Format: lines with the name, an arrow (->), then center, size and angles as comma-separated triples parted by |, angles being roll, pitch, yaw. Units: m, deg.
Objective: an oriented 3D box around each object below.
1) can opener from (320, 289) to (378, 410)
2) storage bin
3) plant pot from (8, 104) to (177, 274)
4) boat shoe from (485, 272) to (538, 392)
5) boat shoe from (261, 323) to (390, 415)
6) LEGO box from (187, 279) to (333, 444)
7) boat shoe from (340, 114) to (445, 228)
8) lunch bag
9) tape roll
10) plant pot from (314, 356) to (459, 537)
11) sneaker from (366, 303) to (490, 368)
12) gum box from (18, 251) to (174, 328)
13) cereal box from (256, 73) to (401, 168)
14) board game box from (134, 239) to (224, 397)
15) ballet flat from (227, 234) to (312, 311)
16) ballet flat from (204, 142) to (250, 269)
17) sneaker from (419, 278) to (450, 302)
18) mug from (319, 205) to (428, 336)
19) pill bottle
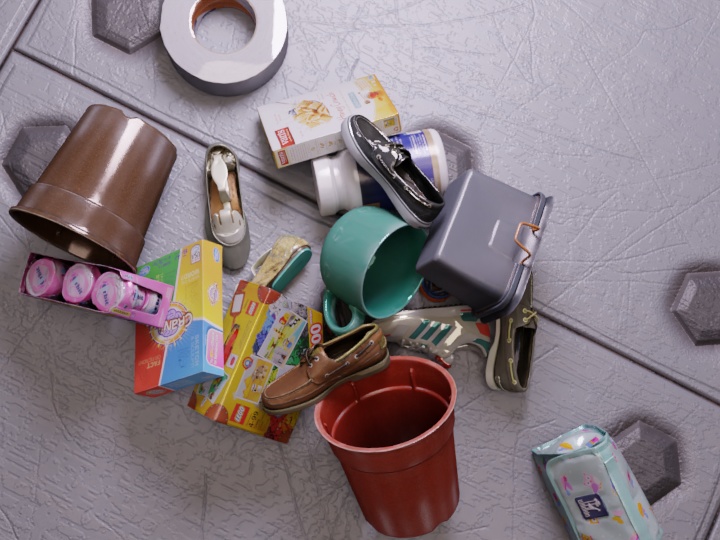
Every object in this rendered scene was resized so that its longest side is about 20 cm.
can opener -> -0.016, 0.124, 1.413 | 0.053, 0.067, 0.200 | -15, 71, -1
storage bin -> 0.177, -0.046, 1.322 | 0.134, 0.146, 0.200 | 27, 70, -12
plant pot -> -0.380, -0.124, 1.356 | 0.200, 0.200, 0.199 | 24, 74, 0
boat shoe -> 0.244, 0.088, 1.408 | 0.060, 0.072, 0.202 | 6, 85, 43
boat shoe -> -0.056, 0.134, 1.299 | 0.200, 0.072, 0.068 | -26, 125, -15
LEGO box -> -0.142, 0.135, 1.346 | 0.149, 0.077, 0.200 | 28, 81, -42
boat shoe -> 0.050, -0.152, 1.312 | 0.200, 0.057, 0.069 | 53, 43, 7
lunch bag -> 0.346, 0.322, 1.328 | 0.122, 0.200, 0.171 | -24, 86, -6
tape roll -> -0.214, -0.383, 1.452 | 0.200, 0.066, 0.201 | 0, 83, -4
plant pot -> 0.053, 0.261, 1.304 | 0.200, 0.201, 0.196 | -17, 120, -5
sneaker -> 0.106, 0.106, 1.406 | 0.199, 0.070, 0.094 | -6, 77, -7
gum box -> -0.379, 0.029, 1.323 | 0.200, 0.113, 0.066 | 10, 82, 31
cereal box -> -0.051, -0.234, 1.413 | 0.200, 0.040, 0.144 | -17, 40, -6
board game box -> -0.267, 0.072, 1.339 | 0.153, 0.040, 0.200 | -20, 64, 34
ballet flat -> -0.156, 0.026, 1.410 | 0.071, 0.071, 0.200 | 38, 83, 2
ballet flat -> -0.213, -0.102, 1.418 | 0.067, 0.064, 0.200 | -7, 84, -4
sneaker -> 0.169, -0.036, 1.423 | 0.075, 0.078, 0.200 | 33, 83, 1
mug -> 0.002, -0.010, 1.353 | 0.114, 0.152, 0.185 | 28, 51, 36
pill bottle -> 0.028, -0.147, 1.411 | 0.200, 0.116, 0.116 | -10, 84, -4
